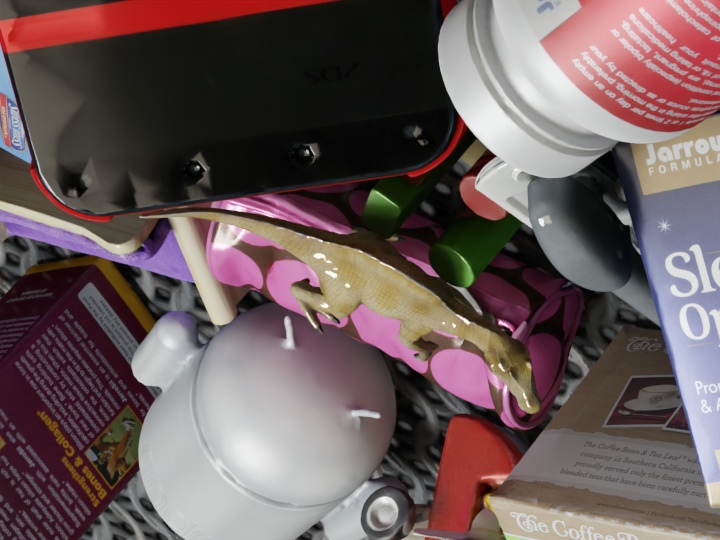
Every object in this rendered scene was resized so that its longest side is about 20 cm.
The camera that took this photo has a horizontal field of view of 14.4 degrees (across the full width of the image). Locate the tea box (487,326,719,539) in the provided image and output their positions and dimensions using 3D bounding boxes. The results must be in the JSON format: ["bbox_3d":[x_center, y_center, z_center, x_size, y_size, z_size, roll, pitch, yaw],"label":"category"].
[{"bbox_3d":[0.200,0.147,1.349,0.199,0.134,0.197,6,133,43],"label":"tea box"}]

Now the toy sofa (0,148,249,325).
[{"bbox_3d":[-0.148,-0.030,1.538,0.199,0.098,0.083,14,139,38],"label":"toy sofa"}]

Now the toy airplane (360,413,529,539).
[{"bbox_3d":[0.090,0.188,1.467,0.141,0.200,0.200,-23,107,24],"label":"toy airplane"}]

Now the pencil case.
[{"bbox_3d":[0.013,0.002,1.419,0.199,0.091,0.094,24,-172,23],"label":"pencil case"}]

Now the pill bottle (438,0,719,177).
[{"bbox_3d":[0.123,-0.120,1.097,0.112,0.112,0.200,46,132,-7],"label":"pill bottle"}]

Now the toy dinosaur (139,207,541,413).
[{"bbox_3d":[0.000,0.000,1.310,0.199,0.058,0.101,26,173,-1],"label":"toy dinosaur"}]

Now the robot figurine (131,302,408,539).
[{"bbox_3d":[-0.051,0.087,1.562,0.169,0.113,0.200,35,148,-6],"label":"robot figurine"}]

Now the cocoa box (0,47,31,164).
[{"bbox_3d":[-0.128,-0.156,1.338,0.131,0.133,0.200,29,145,17],"label":"cocoa box"}]

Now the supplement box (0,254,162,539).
[{"bbox_3d":[-0.198,0.097,1.646,0.085,0.200,0.111,-9,123,51],"label":"supplement box"}]

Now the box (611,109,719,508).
[{"bbox_3d":[0.176,-0.006,1.178,0.121,0.032,0.201,-11,99,32],"label":"box"}]

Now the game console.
[{"bbox_3d":[-0.060,-0.113,1.213,0.199,0.031,0.178,-8,112,9],"label":"game console"}]

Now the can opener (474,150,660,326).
[{"bbox_3d":[0.122,-0.001,1.253,0.052,0.067,0.200,-21,147,33],"label":"can opener"}]

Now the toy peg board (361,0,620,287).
[{"bbox_3d":[0.028,-0.102,1.273,0.200,0.098,0.199,34,147,11],"label":"toy peg board"}]
